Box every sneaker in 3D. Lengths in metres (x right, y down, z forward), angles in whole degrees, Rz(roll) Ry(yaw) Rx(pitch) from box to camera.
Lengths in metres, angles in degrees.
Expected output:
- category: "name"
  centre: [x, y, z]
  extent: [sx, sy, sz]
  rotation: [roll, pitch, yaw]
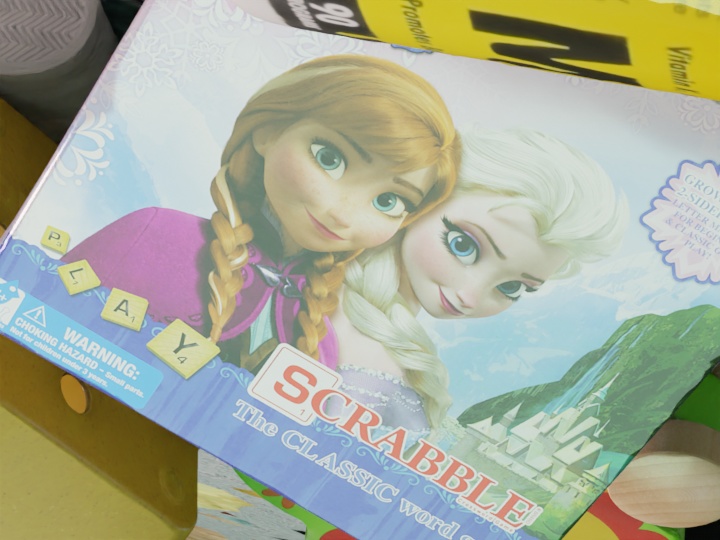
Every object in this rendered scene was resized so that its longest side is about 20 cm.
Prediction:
- category: "sneaker"
  centre: [-0.183, -0.082, 0.885]
  extent: [0.199, 0.074, 0.116]
  rotation: [11, 163, 14]

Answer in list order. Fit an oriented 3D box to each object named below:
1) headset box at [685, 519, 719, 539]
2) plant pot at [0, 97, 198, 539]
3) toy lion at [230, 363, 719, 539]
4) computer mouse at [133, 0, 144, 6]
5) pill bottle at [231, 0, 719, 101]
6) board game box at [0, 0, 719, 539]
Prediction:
- category: "headset box"
  centre: [0.143, 0.121, 1.010]
  extent: [0.148, 0.075, 0.200]
  rotation: [34, 167, -24]
- category: "plant pot"
  centre: [-0.168, 0.048, 0.836]
  extent: [0.176, 0.200, 0.200]
  rotation: [-28, 132, 25]
- category: "toy lion"
  centre: [0.037, 0.075, 0.832]
  extent: [0.199, 0.069, 0.192]
  rotation: [21, 139, -15]
- category: "computer mouse"
  centre: [-0.015, -0.092, 0.717]
  extent: [0.200, 0.044, 0.110]
  rotation: [5, 162, 38]
- category: "pill bottle"
  centre: [0.075, -0.092, 0.465]
  extent: [0.199, 0.115, 0.114]
  rotation: [12, 166, 17]
- category: "board game box"
  centre: [0.011, -0.014, 0.674]
  extent: [0.200, 0.041, 0.200]
  rotation: [30, 123, -8]
